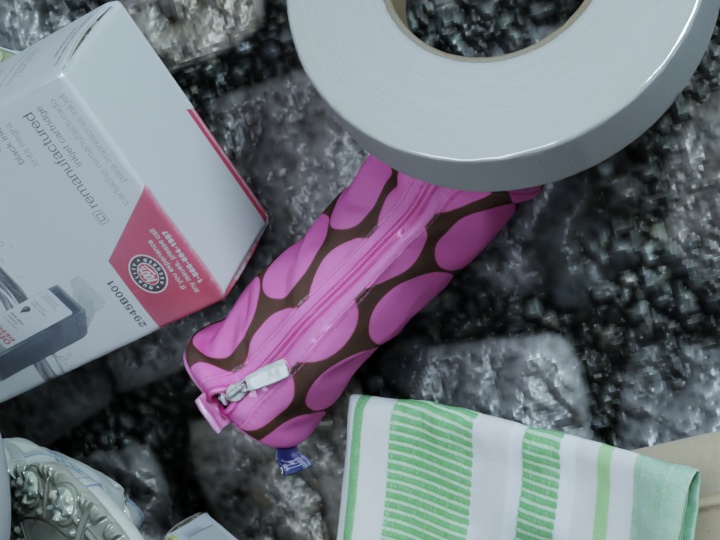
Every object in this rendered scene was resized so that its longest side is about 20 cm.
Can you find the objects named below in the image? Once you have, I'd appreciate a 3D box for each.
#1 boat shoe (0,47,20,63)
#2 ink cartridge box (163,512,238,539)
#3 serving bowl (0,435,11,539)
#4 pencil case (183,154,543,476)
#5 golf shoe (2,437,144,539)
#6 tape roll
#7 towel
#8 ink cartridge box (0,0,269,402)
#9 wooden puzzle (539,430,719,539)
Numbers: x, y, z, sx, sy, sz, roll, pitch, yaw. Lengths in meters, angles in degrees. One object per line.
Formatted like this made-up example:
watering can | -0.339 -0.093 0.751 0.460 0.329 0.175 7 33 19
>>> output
boat shoe | -0.220 -0.092 1.154 0.199 0.062 0.073 20 104 23
ink cartridge box | -0.050 0.260 1.087 0.200 0.047 0.199 38 122 22
serving bowl | -0.228 0.118 1.069 0.199 0.065 0.202 -1 89 52
pencil case | 0.000 0.000 1.028 0.091 0.094 0.200 47 113 15
golf shoe | -0.141 0.127 1.088 0.200 0.097 0.079 25 108 50
tape roll | 0.065 -0.135 0.964 0.201 0.037 0.204 -7 67 16
towel | 0.066 0.147 1.022 0.199 0.023 0.154 13 101 39
ink cartridge box | -0.172 -0.025 1.093 0.199 0.085 0.146 -24 113 30
wooden puzzle | 0.187 0.173 0.979 0.184 0.037 0.202 -16 82 29
